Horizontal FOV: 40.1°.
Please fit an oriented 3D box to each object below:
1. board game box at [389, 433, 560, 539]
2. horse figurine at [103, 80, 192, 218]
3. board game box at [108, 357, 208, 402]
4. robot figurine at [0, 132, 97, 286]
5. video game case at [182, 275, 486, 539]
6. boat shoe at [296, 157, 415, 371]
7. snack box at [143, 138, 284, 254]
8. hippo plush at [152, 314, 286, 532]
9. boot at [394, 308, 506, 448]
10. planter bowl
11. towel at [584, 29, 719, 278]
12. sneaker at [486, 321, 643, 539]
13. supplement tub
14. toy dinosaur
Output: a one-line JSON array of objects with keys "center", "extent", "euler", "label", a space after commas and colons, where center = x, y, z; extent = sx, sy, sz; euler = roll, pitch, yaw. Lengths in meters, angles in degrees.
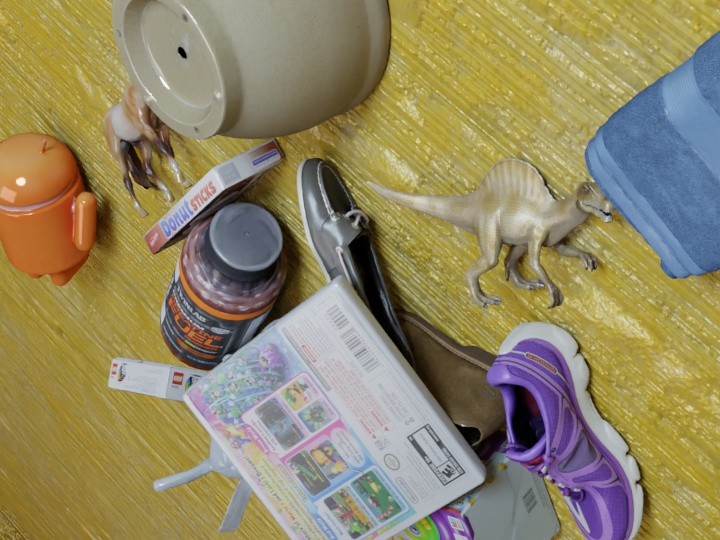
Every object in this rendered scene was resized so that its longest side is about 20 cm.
[{"center": [0.067, 0.213, 0.919], "extent": [0.198, 0.103, 0.106], "euler": [2, 124, 49], "label": "board game box"}, {"center": [-0.214, -0.132, 0.977], "extent": [0.199, 0.049, 0.135], "euler": [-24, 90, 62], "label": "horse figurine"}, {"center": [-0.152, 0.129, 1.051], "extent": [0.198, 0.035, 0.125], "euler": [17, 169, -39], "label": "board game box"}, {"center": [-0.382, -0.078, 1.179], "extent": [0.144, 0.115, 0.203], "euler": [50, 154, 42], "label": "robot figurine"}, {"center": [-0.024, 0.133, 0.811], "extent": [0.181, 0.024, 0.201], "euler": [-35, 96, 23], "label": "video game case"}, {"center": [0.000, 0.000, 0.827], "extent": [0.056, 0.067, 0.204], "euler": [-13, 94, 26], "label": "boat shoe"}, {"center": [-0.144, -0.067, 0.938], "extent": [0.025, 0.071, 0.199], "euler": [58, 146, -2], "label": "snack box"}, {"center": [-0.064, 0.134, 0.931], "extent": [0.158, 0.161, 0.201], "euler": [33, 107, -8], "label": "hippo plush"}, {"center": [0.045, 0.091, 0.860], "extent": [0.198, 0.075, 0.075], "euler": [20, 138, 40], "label": "boot"}, {"center": [-0.095, -0.180, 0.720], "extent": [0.198, 0.134, 0.203], "euler": [31, 141, 29], "label": "planter bowl"}, {"center": [0.213, -0.074, 0.526], "extent": [0.112, 0.048, 0.200], "euler": [51, 147, 0], "label": "towel"}, {"center": [0.150, 0.140, 0.770], "extent": [0.080, 0.083, 0.202], "euler": [-9, 115, 53], "label": "sneaker"}, {"center": [-0.134, 0.014, 0.973], "extent": [0.107, 0.107, 0.201], "euler": [45, 146, 8], "label": "supplement tub"}, {"center": [0.102, -0.030, 0.711], "extent": [0.197, 0.058, 0.103], "euler": [4, 110, 39], "label": "toy dinosaur"}]
